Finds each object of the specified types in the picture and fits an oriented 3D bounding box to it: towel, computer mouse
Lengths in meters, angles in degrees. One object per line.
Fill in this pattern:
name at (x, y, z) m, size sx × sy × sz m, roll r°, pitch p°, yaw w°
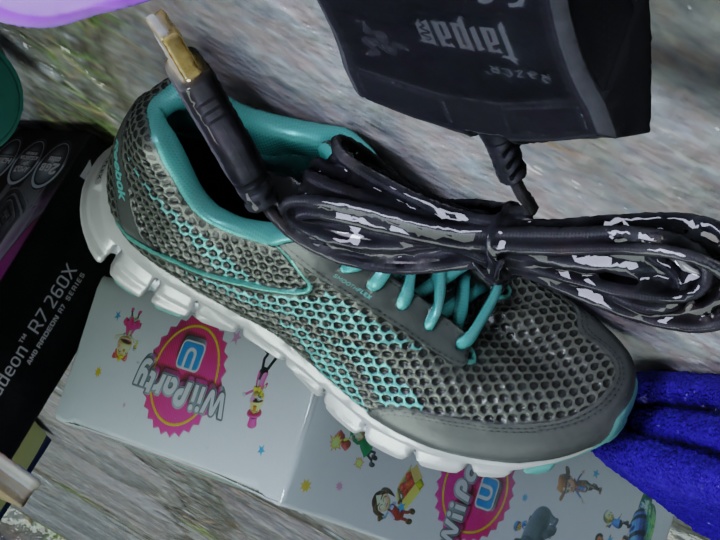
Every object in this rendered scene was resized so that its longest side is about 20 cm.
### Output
towel at (0.177, 0.106, 0.788) m, size 0.200 × 0.050 × 0.148 m, roll 36°, pitch 165°, yaw -18°
computer mouse at (0.005, -0.065, 0.515) m, size 0.140 × 0.046 × 0.200 m, roll 9°, pitch 148°, yaw 34°

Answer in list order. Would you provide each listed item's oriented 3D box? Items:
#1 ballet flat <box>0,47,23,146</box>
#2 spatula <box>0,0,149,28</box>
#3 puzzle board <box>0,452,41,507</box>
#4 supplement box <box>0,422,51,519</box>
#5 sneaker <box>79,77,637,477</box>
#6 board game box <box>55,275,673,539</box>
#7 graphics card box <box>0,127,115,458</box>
ballet flat at (-0.210, -0.076, 0.835) m, size 0.071 × 0.069 × 0.200 m, roll 10°, pitch -176°, yaw 34°
spatula at (-0.013, -0.071, 0.443) m, size 0.200 × 0.021 × 0.057 m, roll 3°, pitch 141°, yaw 37°
puzzle board at (-0.184, -0.004, 0.597) m, size 0.200 × 0.017 × 0.151 m, roll 14°, pitch 157°, yaw 49°
supplement box at (-0.383, 0.119, 1.862) m, size 0.200 × 0.134 × 0.200 m, roll 28°, pitch 166°, yaw 14°
sneaker at (0.000, 0.000, 0.759) m, size 0.200 × 0.078 × 0.091 m, roll 24°, pitch 154°, yaw 3°
board game box at (0.005, 0.071, 0.912) m, size 0.200 × 0.064 × 0.147 m, roll 22°, pitch 174°, yaw -41°
graphics card box at (-0.170, 0.034, 0.966) m, size 0.051 × 0.200 × 0.125 m, roll 38°, pitch 166°, yaw -28°
